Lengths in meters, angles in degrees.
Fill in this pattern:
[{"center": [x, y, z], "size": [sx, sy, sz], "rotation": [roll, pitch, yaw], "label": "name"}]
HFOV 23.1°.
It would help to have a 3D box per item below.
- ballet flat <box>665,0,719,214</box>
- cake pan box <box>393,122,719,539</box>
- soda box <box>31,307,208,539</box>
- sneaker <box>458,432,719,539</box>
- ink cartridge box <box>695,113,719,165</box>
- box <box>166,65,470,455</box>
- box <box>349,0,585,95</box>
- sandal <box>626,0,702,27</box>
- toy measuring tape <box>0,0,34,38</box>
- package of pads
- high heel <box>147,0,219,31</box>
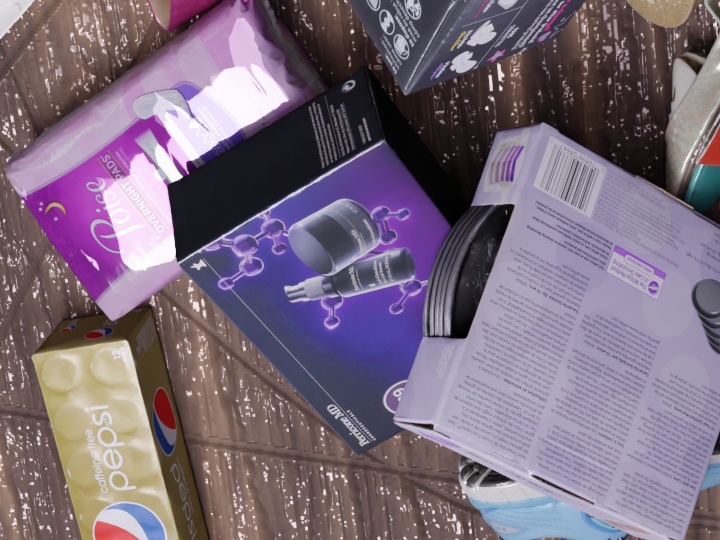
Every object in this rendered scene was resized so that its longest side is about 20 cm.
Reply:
[{"center": [0.220, -0.128, 1.029], "size": [0.062, 0.067, 0.201], "rotation": [39, 113, 29], "label": "ballet flat"}, {"center": [0.129, 0.038, 1.004], "size": [0.199, 0.052, 0.185], "rotation": [26, 75, -27], "label": "cake pan box"}, {"center": [-0.153, 0.130, 1.158], "size": [0.067, 0.064, 0.201], "rotation": [-9, 106, 11], "label": "soda box"}, {"center": [0.167, 0.128, 1.120], "size": [0.199, 0.079, 0.090], "rotation": [-12, 126, 14], "label": "sneaker"}, {"center": [0.274, -0.133, 0.983], "size": [0.050, 0.109, 0.201], "rotation": [38, 113, 29], "label": "ink cartridge box"}, {"center": [0.000, 0.000, 1.042], "size": [0.141, 0.079, 0.200], "rotation": [-28, 129, 15], "label": "box"}, {"center": [0.039, -0.218, 0.914], "size": [0.201, 0.114, 0.132], "rotation": [61, 152, 13], "label": "box"}, {"center": [0.152, -0.182, 0.940], "size": [0.077, 0.212, 0.070], "rotation": [34, 72, 21], "label": "sandal"}, {"center": [-0.193, -0.182, 1.057], "size": [0.200, 0.074, 0.074], "rotation": [-42, 98, 18], "label": "toy measuring tape"}, {"center": [-0.107, -0.073, 1.078], "size": [0.200, 0.076, 0.121], "rotation": [-33, 100, 17], "label": "package of pads"}, {"center": [-0.127, -0.206, 0.981], "size": [0.096, 0.200, 0.067], "rotation": [-52, 52, 4], "label": "high heel"}]
